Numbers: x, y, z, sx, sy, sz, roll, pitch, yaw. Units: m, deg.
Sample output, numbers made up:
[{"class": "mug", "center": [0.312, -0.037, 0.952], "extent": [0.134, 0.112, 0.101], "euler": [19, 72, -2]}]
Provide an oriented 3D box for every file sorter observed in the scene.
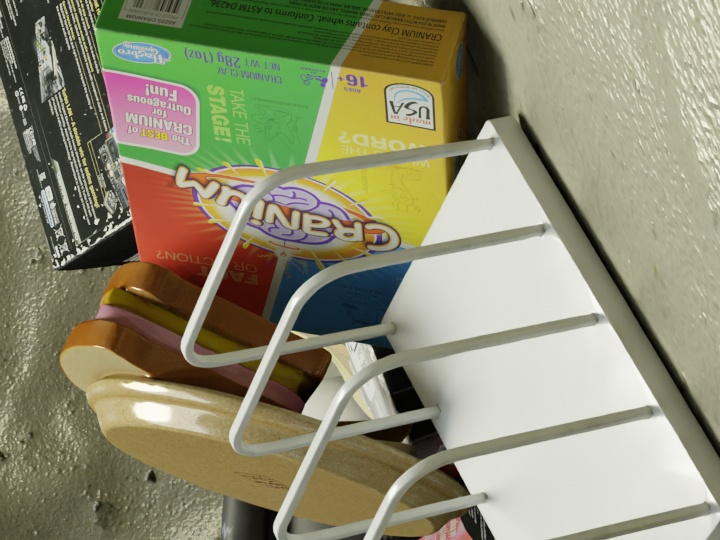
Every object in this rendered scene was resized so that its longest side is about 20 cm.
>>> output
[{"class": "file sorter", "center": [0.032, 0.065, 1.098], "extent": [0.200, 0.124, 0.139], "euler": [61, 145, 29]}]

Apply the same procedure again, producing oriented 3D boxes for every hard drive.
[{"class": "hard drive", "center": [0.000, 0.000, 1.416], "extent": [0.140, 0.038, 0.200], "euler": [105, 143, -81]}]

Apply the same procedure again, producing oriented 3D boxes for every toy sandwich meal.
[{"class": "toy sandwich meal", "center": [-0.039, 0.062, 1.265], "extent": [0.205, 0.205, 0.070], "euler": [104, -177, -76]}]

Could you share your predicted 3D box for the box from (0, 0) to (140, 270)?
[{"class": "box", "center": [-0.101, -0.122, 1.355], "extent": [0.164, 0.086, 0.201], "euler": [-31, 72, 45]}]

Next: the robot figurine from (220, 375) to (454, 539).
[{"class": "robot figurine", "center": [-0.004, 0.161, 1.592], "extent": [0.150, 0.124, 0.201], "euler": [47, -136, -71]}]

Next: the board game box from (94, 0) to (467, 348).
[{"class": "board game box", "center": [-0.028, -0.045, 1.214], "extent": [0.200, 0.153, 0.040], "euler": [84, -161, -53]}]

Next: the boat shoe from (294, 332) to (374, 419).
[{"class": "boat shoe", "center": [-0.008, 0.012, 1.571], "extent": [0.200, 0.071, 0.065], "euler": [43, 153, 45]}]

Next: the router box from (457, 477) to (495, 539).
[{"class": "router box", "center": [0.097, 0.127, 1.261], "extent": [0.149, 0.051, 0.200], "euler": [60, 170, 25]}]

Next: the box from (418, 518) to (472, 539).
[{"class": "box", "center": [0.052, 0.206, 1.421], "extent": [0.103, 0.095, 0.200], "euler": [57, -173, -8]}]
